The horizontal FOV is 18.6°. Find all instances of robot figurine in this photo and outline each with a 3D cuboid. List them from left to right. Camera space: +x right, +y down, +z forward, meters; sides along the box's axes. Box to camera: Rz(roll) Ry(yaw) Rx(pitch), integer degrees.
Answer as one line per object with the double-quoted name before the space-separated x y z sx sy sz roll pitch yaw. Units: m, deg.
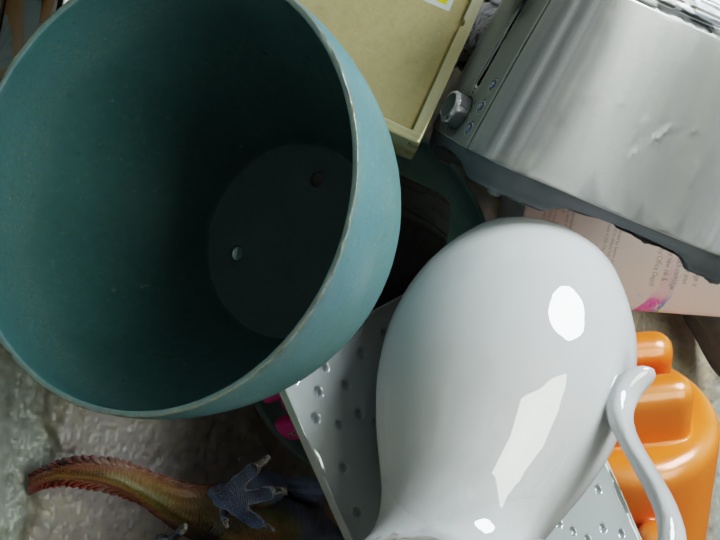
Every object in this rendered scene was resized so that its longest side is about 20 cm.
"robot figurine" 0.145 0.129 1.267 0.116 0.143 0.201 -34 138 -39

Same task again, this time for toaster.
"toaster" 0.142 -0.079 1.095 0.199 0.114 0.130 21 98 -19

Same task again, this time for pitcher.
"pitcher" 0.082 0.076 1.015 0.122 0.170 0.201 62 38 -44

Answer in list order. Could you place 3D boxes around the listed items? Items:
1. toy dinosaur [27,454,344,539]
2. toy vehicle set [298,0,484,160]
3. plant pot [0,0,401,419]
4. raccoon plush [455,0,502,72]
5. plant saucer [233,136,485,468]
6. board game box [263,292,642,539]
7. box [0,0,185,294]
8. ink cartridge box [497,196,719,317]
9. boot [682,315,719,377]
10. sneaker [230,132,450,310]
"toy dinosaur" -0.039 0.121 1.140 0.105 0.199 0.181 -58 166 8
"toy vehicle set" 0.011 -0.170 1.106 0.124 0.027 0.201 25 74 -1
"plant pot" -0.060 -0.026 1.001 0.135 0.199 0.202 21 74 -61
"raccoon plush" 0.078 -0.131 1.199 0.199 0.134 0.097 21 79 -9
"plant saucer" -0.004 0.016 1.214 0.199 0.036 0.202 1 88 -41
"board game box" 0.052 0.108 1.114 0.200 0.026 0.201 -27 94 -47
"box" -0.123 -0.082 1.096 0.116 0.060 0.202 19 76 -39
"ink cartridge box" 0.185 -0.039 1.247 0.198 0.118 0.068 5 41 -7
"boot" 0.174 0.003 1.362 0.131 0.070 0.201 -31 98 -35
"sneaker" -0.003 0.000 1.149 0.199 0.060 0.105 21 73 -50
